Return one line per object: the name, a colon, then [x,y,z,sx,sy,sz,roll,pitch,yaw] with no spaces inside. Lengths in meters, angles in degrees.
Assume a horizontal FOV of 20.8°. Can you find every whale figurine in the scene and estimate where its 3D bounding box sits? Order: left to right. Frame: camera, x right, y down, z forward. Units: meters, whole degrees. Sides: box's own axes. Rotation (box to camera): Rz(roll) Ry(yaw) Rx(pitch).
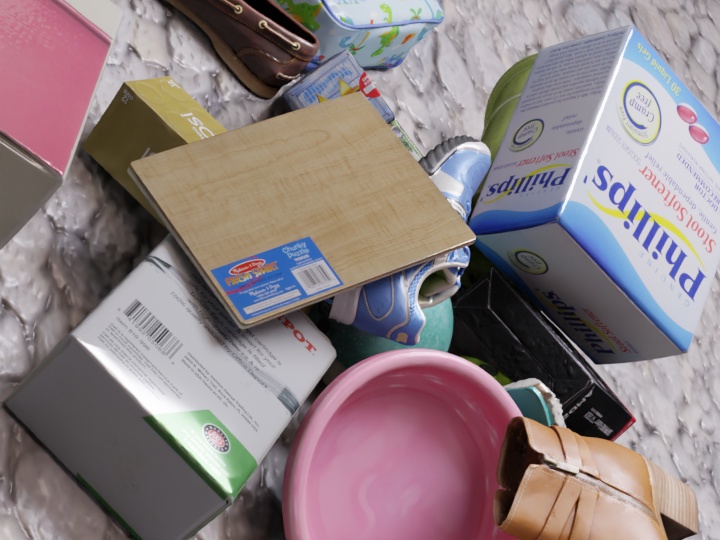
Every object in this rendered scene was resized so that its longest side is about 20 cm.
whale figurine: [0.000,0.000,1.500,0.159,0.104,0.201,7,53,-48]

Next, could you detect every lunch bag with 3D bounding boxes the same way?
lunch bag: [-0.025,-0.261,1.767,0.200,0.082,0.161,-16,70,-56]

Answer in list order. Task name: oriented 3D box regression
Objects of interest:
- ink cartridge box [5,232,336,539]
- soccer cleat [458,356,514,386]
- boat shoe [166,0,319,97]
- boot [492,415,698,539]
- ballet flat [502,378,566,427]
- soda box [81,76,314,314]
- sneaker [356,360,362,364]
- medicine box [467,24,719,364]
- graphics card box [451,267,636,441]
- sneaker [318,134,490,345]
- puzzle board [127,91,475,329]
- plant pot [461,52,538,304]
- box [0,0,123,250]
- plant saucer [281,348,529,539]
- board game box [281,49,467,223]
ink cartridge box: [-0.119,0.070,1.298,0.147,0.083,0.200,46,32,-4]
soccer cleat: [0.127,0.149,1.547,0.200,0.084,0.065,45,73,-10]
boat shoe: [-0.118,-0.238,1.639,0.200,0.070,0.070,44,33,-8]
boot: [0.160,0.197,1.326,0.154,0.074,0.201,25,38,-23]
ballet flat: [0.121,0.166,1.438,0.071,0.201,0.072,1,18,0]
soda box: [-0.104,-0.052,1.421,0.200,0.064,0.068,43,23,14]
sneaker: [0.042,0.146,1.451,0.200,0.080,0.074,40,-12,-36]
medicine box: [0.202,-0.058,1.573,0.182,0.103,0.201,42,55,-30]
graphics card box: [0.150,0.076,1.572,0.126,0.051,0.200,50,4,20]
sneaker: [0.047,-0.020,1.424,0.077,0.076,0.200,30,55,10]
puzzle board: [-0.040,-0.043,1.354,0.199,0.017,0.151,-21,61,-32]
plant pot: [0.162,-0.061,1.719,0.200,0.200,0.190,46,45,-6]
box: [-0.248,-0.110,1.283,0.109,0.128,0.200,35,33,-20]
plant saucer: [0.030,0.154,1.351,0.200,0.051,0.202,0,89,-30]
board game box: [0.005,-0.098,1.562,0.200,0.062,0.200,54,1,8]
